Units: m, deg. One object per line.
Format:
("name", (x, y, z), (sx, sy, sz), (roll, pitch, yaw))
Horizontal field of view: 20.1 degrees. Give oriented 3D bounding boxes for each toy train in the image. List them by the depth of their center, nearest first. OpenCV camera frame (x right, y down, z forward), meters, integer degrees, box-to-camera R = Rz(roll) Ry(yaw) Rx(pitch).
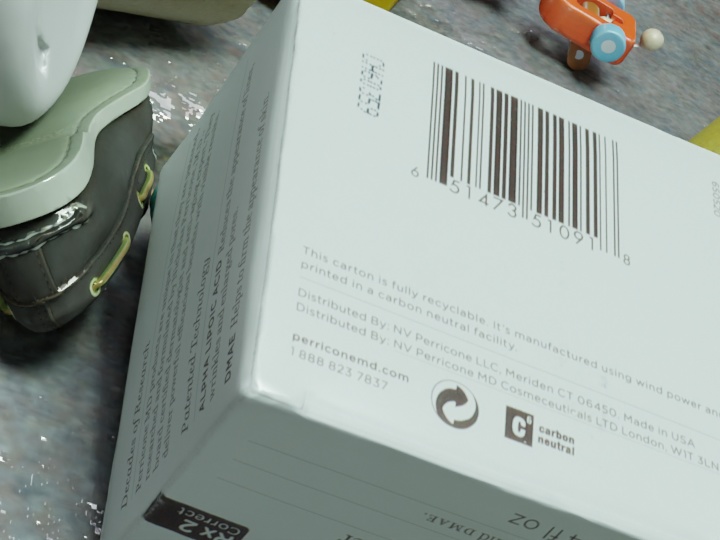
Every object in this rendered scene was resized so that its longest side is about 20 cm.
("toy train", (0.121, -0.198, 1.347), (0.150, 0.056, 0.200), (25, 32, -14))

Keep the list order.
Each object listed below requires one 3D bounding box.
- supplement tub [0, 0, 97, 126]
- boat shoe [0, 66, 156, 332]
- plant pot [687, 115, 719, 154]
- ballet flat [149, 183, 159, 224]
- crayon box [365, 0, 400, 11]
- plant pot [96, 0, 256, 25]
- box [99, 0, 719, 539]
("supplement tub", (-0.208, -0.146, 0.806), (0.200, 0.145, 0.145), (13, 28, 2))
("boat shoe", (-0.121, -0.035, 0.839), (0.072, 0.061, 0.201), (-14, 18, 9))
("plant pot", (0.233, -0.016, 1.047), (0.142, 0.200, 0.200), (-8, 41, -15))
("ballet flat", (0.000, 0.000, 0.891), (0.200, 0.067, 0.070), (21, -9, -16))
("crayon box", (-0.035, -0.243, 1.201), (0.172, 0.058, 0.200), (39, 35, -13))
("plant pot", (-0.123, -0.204, 0.995), (0.183, 0.201, 0.201), (14, 30, -51))
("box", (0.027, 0.031, 0.748), (0.199, 0.131, 0.200), (21, 47, -18))
